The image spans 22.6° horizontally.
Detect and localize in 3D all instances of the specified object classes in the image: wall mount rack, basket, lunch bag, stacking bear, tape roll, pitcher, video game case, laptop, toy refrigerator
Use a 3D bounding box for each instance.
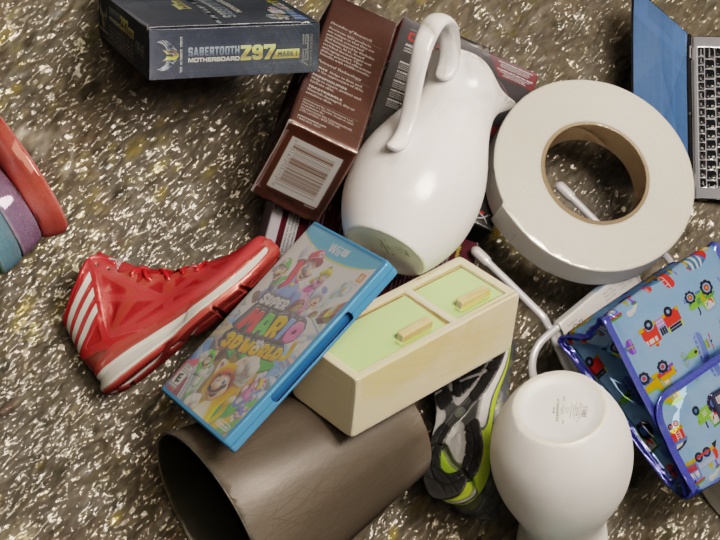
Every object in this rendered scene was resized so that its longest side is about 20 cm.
[{"bbox_3d":[0.201,0.022,1.708,0.200,0.075,0.174,-37,114,-25],"label":"wall mount rack"},{"bbox_3d":[-0.049,0.174,1.569,0.200,0.136,0.180,-29,94,-28],"label":"basket"},{"bbox_3d":[0.304,0.101,1.645,0.151,0.094,0.200,-32,89,-26],"label":"lunch bag"},{"bbox_3d":[-0.365,-0.026,1.551,0.200,0.121,0.114,-35,78,-16],"label":"stacking bear"},{"bbox_3d":[0.215,-0.085,1.701,0.203,0.037,0.203,5,67,-12],"label":"tape roll"},{"bbox_3d":[0.054,-0.112,1.601,0.121,0.172,0.200,14,66,29],"label":"pitcher"},{"bbox_3d":[-0.071,0.052,1.520,0.200,0.143,0.018,-47,120,-8],"label":"video game case"},{"bbox_3d":[0.178,0.164,1.594,0.121,0.200,0.172,-1,47,7],"label":"pitcher"},{"bbox_3d":[0.369,-0.176,1.828,0.200,0.116,0.187,2,71,3],"label":"laptop"},{"bbox_3d":[0.041,0.061,1.565,0.200,0.070,0.076,-25,45,-37],"label":"toy refrigerator"}]

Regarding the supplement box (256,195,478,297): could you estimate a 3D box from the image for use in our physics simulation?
[{"bbox_3d":[0.000,0.000,1.681,0.200,0.061,0.109,19,67,-10],"label":"supplement box"}]

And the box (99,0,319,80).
[{"bbox_3d":[-0.142,-0.221,1.643,0.158,0.200,0.051,-6,110,-19],"label":"box"}]

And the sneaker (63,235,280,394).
[{"bbox_3d":[-0.177,0.008,1.589,0.200,0.078,0.116,-37,82,-4],"label":"sneaker"}]

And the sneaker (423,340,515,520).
[{"bbox_3d":[0.109,0.143,1.669,0.081,0.074,0.200,53,42,-40],"label":"sneaker"}]

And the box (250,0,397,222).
[{"bbox_3d":[-0.032,-0.152,1.666,0.075,0.100,0.200,26,43,-7],"label":"box"}]

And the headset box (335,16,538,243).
[{"bbox_3d":[0.076,-0.140,1.746,0.149,0.075,0.200,23,67,-9],"label":"headset box"}]

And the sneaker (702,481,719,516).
[{"bbox_3d":[0.366,0.154,1.732,0.116,0.074,0.200,-37,102,-30],"label":"sneaker"}]
